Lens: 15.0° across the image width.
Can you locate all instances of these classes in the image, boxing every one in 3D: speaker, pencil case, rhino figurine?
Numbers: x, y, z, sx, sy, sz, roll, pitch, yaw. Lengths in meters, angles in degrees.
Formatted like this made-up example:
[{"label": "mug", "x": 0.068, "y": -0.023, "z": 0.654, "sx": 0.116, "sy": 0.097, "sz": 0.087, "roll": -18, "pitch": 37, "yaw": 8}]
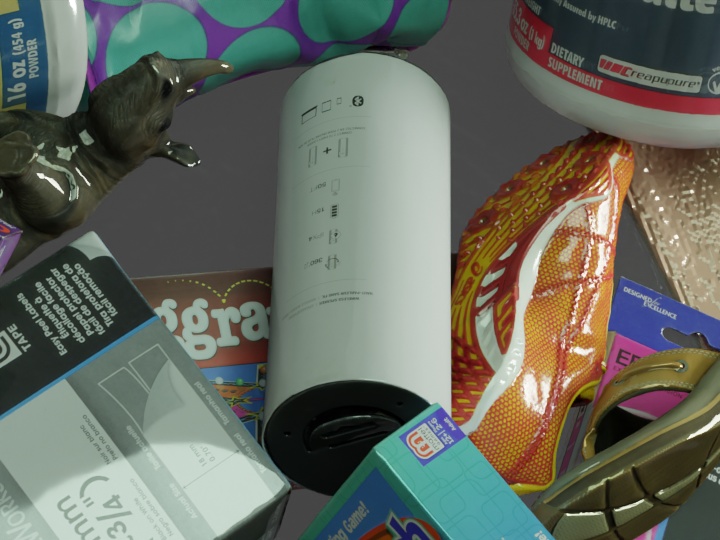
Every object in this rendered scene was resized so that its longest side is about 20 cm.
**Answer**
[{"label": "speaker", "x": 0.000, "y": 0.000, "z": 1.195, "sx": 0.081, "sy": 0.081, "sz": 0.200, "roll": 12, "pitch": 46, "yaw": -11}, {"label": "pencil case", "x": -0.052, "y": -0.120, "z": 1.266, "sx": 0.199, "sy": 0.085, "sz": 0.093, "roll": -20, "pitch": 106, "yaw": -23}, {"label": "rhino figurine", "x": -0.142, "y": -0.040, "z": 1.139, "sx": 0.200, "sy": 0.087, "sz": 0.060, "roll": -29, "pitch": 64, "yaw": 2}]

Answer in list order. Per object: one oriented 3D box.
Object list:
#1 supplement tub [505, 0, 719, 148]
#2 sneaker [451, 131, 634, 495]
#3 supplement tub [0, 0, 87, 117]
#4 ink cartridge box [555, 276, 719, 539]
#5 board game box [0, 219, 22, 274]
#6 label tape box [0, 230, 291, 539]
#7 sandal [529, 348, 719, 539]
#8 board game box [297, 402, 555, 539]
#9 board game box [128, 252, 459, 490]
[{"label": "supplement tub", "x": 0.151, "y": -0.171, "z": 1.270, "sx": 0.140, "sy": 0.201, "sz": 0.140, "roll": 8, "pitch": 27, "yaw": -4}, {"label": "sneaker", "x": 0.082, "y": 0.018, "z": 1.247, "sx": 0.077, "sy": 0.073, "sz": 0.200, "roll": 49, "pitch": 50, "yaw": -29}, {"label": "supplement tub", "x": -0.232, "y": -0.104, "z": 1.169, "sx": 0.199, "sy": 0.145, "sz": 0.145, "roll": -17, "pitch": 71, "yaw": -23}, {"label": "ink cartridge box", "x": 0.139, "y": 0.097, "z": 1.252, "sx": 0.094, "sy": 0.037, "sz": 0.201, "roll": 23, "pitch": 59, "yaw": -5}, {"label": "board game box", "x": -0.230, "y": 0.044, "z": 1.089, "sx": 0.120, "sy": 0.032, "sz": 0.201, "roll": 28, "pitch": 100, "yaw": 4}, {"label": "label tape box", "x": -0.150, "y": 0.099, "z": 1.130, "sx": 0.200, "sy": 0.063, "sz": 0.144, "roll": -34, "pitch": 75, "yaw": -22}, {"label": "sandal", "x": 0.138, "y": 0.061, "z": 1.209, "sx": 0.200, "sy": 0.080, "sz": 0.054, "roll": -36, "pitch": 65, "yaw": -29}, {"label": "board game box", "x": 0.052, "y": 0.173, "z": 1.116, "sx": 0.045, "sy": 0.152, "sz": 0.200, "roll": -32, "pitch": 75, "yaw": -39}, {"label": "board game box", "x": -0.034, "y": 0.048, "z": 1.230, "sx": 0.199, "sy": 0.019, "sz": 0.103, "roll": -5, "pitch": 66, "yaw": -19}]
